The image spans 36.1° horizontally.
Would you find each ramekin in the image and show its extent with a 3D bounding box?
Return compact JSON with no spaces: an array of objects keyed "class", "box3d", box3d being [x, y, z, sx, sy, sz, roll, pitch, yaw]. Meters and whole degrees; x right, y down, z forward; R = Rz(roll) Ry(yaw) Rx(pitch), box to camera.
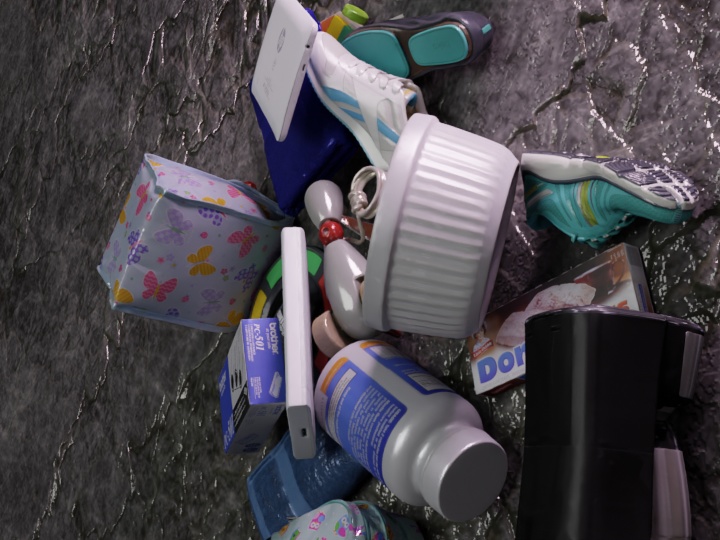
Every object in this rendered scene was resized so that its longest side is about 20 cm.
[{"class":"ramekin","box3d":[0.078,-0.034,1.013,0.103,0.200,0.203,13,92,10]}]

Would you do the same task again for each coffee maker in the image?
[{"class":"coffee maker","box3d":[0.175,0.131,0.844,0.134,0.190,0.203,-9,74,49]}]

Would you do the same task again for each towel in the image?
[{"class":"towel","box3d":[-0.059,0.225,1.232,0.200,0.048,0.113,-50,47,32]},{"class":"towel","box3d":[-0.066,-0.182,1.286,0.148,0.049,0.202,-47,48,44]}]

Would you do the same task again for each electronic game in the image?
[{"class":"electronic game","box3d":[-0.078,0.070,1.293,0.199,0.041,0.203,-23,61,49]}]

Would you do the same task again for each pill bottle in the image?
[{"class":"pill bottle","box3d":[0.048,0.155,1.063,0.199,0.111,0.113,34,108,50]}]

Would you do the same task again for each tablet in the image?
[{"class":"tablet","box3d":[-0.089,-0.234,1.229,0.200,0.013,0.132,-120,45,-61]}]

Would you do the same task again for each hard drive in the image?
[{"class":"hard drive","box3d":[-0.065,0.076,1.153,0.133,0.026,0.203,89,178,-59]}]

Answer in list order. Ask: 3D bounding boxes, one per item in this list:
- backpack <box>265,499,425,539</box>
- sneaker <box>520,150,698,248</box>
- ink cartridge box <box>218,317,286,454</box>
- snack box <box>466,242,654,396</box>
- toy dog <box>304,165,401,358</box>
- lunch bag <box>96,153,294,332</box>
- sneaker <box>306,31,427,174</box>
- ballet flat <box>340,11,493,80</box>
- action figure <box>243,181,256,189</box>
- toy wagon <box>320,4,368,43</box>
[{"class":"backpack","box3d":[-0.026,0.313,1.102,0.199,0.126,0.169,-34,49,35]},{"class":"sneaker","box3d":[0.212,-0.058,0.955,0.199,0.076,0.081,18,107,60]},{"class":"ink cartridge box","box3d":[-0.121,0.132,1.223,0.200,0.044,0.095,121,144,-63]},{"class":"snack box","box3d":[0.175,0.049,0.999,0.199,0.024,0.073,-32,57,43]},{"class":"toy dog","box3d":[0.000,0.000,1.178,0.131,0.096,0.203,-12,65,36]},{"class":"lunch bag","box3d":[-0.196,-0.026,1.346,0.171,0.198,0.127,-63,33,19]},{"class":"sneaker","box3d":[0.018,-0.183,1.178,0.201,0.076,0.081,51,122,5]},{"class":"ballet flat","box3d":[0.063,-0.243,1.182,0.198,0.072,0.074,3,83,47]},{"class":"action figure","box3d":[-0.215,-0.063,1.463,0.200,0.098,0.066,-41,43,35]},{"class":"toy wagon","box3d":[-0.036,-0.239,1.325,0.156,0.039,0.200,-60,42,22]}]
